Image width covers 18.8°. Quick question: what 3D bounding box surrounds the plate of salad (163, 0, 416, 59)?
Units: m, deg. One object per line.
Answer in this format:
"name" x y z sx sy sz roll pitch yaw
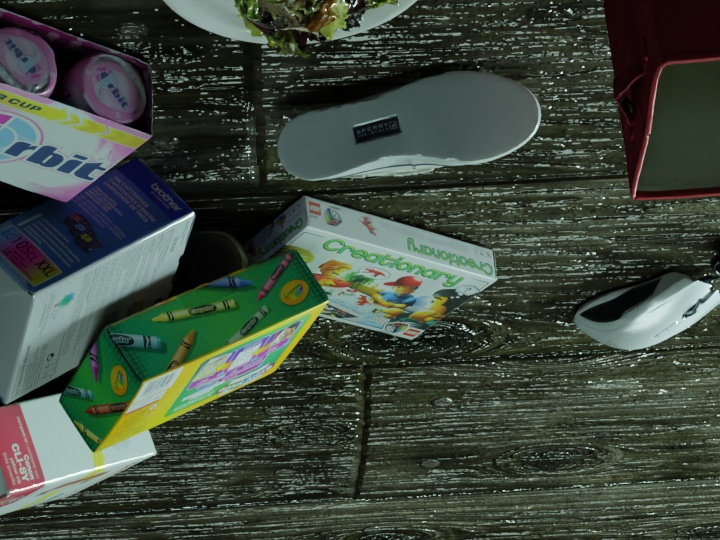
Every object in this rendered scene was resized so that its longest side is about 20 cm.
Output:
"plate of salad" -0.043 -0.202 1.468 0.200 0.048 0.200 -4 152 -2

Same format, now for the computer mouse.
"computer mouse" 0.287 0.034 1.962 0.200 0.044 0.110 -23 148 29

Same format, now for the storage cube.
"storage cube" 0.260 -0.170 1.438 0.200 0.180 0.171 -3 152 -1

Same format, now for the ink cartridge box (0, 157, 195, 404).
"ink cartridge box" -0.213 0.002 1.698 0.200 0.076 0.137 -28 153 -38

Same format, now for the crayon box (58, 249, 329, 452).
"crayon box" -0.134 0.064 1.761 0.200 0.058 0.119 -24 162 -38

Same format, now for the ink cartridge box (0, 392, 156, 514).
"ink cartridge box" -0.308 0.171 1.995 0.145 0.084 0.200 -26 171 36

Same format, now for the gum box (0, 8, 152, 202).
"gum box" -0.262 -0.126 1.551 0.200 0.066 0.113 18 145 -36

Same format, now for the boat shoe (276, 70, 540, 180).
"boat shoe" 0.038 -0.105 1.656 0.200 0.071 0.070 -13 178 6

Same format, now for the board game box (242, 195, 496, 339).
"board game box" 0.000 0.000 1.861 0.200 0.035 0.126 15 145 -32

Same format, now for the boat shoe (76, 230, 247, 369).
"boat shoe" -0.166 0.020 1.855 0.200 0.072 0.076 -27 172 30
